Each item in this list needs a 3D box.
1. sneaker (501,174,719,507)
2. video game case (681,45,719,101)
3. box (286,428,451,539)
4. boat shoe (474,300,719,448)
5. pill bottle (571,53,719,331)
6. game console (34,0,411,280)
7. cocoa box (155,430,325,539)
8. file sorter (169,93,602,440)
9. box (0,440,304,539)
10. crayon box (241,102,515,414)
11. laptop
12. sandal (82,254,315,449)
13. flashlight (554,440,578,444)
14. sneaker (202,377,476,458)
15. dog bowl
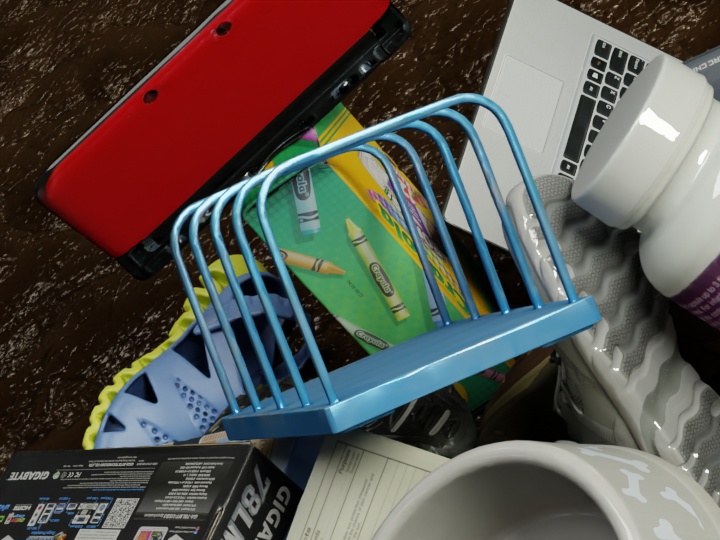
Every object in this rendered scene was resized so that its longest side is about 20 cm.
[{"bbox_3d":[0.116,0.049,1.301,0.082,0.201,0.075,-19,12,45],"label":"sneaker"},{"bbox_3d":[0.253,-0.063,1.387,0.142,0.019,0.201,-24,47,12],"label":"video game case"},{"bbox_3d":[0.060,0.142,1.201,0.199,0.078,0.096,17,84,45],"label":"box"},{"bbox_3d":[0.135,0.034,1.377,0.200,0.072,0.068,-41,24,31],"label":"boat shoe"},{"bbox_3d":[0.204,-0.016,1.251,0.113,0.199,0.112,-57,6,10],"label":"pill bottle"},{"bbox_3d":[-0.086,-0.107,1.380,0.200,0.119,0.172,-42,33,3],"label":"game console"},{"bbox_3d":[-0.063,0.198,1.361,0.131,0.133,0.201,-16,42,38],"label":"cocoa box"},{"bbox_3d":[0.000,0.000,1.260,0.138,0.123,0.200,-22,3,-17],"label":"file sorter"},{"bbox_3d":[-0.144,0.180,1.301,0.199,0.050,0.199,-6,50,45],"label":"box"},{"bbox_3d":[0.004,-0.016,1.476,0.058,0.200,0.119,-34,34,13],"label":"crayon box"},{"bbox_3d":[0.173,-0.083,1.462,0.116,0.199,0.188,-56,12,52],"label":"laptop"},{"bbox_3d":[-0.095,0.075,1.591,0.087,0.080,0.201,9,60,46],"label":"sandal"},{"bbox_3d":[0.111,0.177,1.237,0.067,0.068,0.201,-11,50,-9],"label":"flashlight"},{"bbox_3d":[-0.003,0.100,1.456,0.199,0.079,0.074,-10,35,49],"label":"sneaker"},{"bbox_3d":[0.067,0.162,1.082,0.199,0.058,0.201,-22,58,39],"label":"dog bowl"}]
